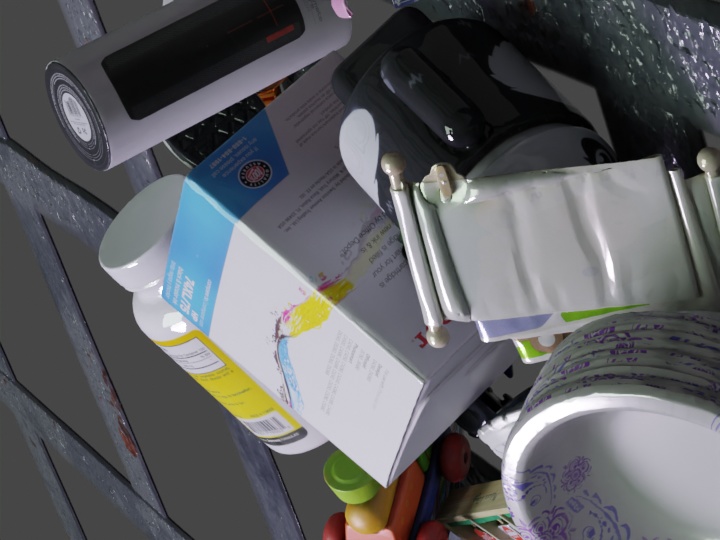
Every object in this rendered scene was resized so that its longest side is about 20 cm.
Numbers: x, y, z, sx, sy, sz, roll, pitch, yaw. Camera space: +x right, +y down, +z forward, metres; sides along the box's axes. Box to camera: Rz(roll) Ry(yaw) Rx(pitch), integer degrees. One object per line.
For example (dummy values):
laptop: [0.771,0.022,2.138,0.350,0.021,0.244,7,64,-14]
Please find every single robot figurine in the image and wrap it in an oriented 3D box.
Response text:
robot figurine: [0.069,-0.067,1.553,0.200,0.150,0.125,49,131,36]

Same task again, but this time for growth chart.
growth chart: [0.117,-0.005,1.461,0.018,0.199,0.145,-76,-20,-56]

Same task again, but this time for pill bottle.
pill bottle: [-0.085,0.028,1.877,0.200,0.113,0.112,45,171,-28]

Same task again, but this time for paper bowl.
paper bowl: [0.183,0.101,1.434,0.200,0.105,0.201,18,140,16]

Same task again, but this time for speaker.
speaker: [-0.105,-0.144,1.786,0.081,0.199,0.081,46,152,33]

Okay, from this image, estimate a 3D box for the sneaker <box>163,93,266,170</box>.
sneaker: [-0.066,-0.065,1.879,0.200,0.072,0.083,41,170,21]

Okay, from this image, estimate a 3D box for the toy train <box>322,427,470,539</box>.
toy train: [0.006,0.163,1.800,0.084,0.201,0.116,3,146,21]

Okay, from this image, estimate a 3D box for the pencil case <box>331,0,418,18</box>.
pencil case: [-0.015,-0.252,1.561,0.087,0.087,0.201,21,136,64]

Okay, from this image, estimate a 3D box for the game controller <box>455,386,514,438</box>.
game controller: [0.044,0.048,1.870,0.104,0.042,0.200,54,175,-34]

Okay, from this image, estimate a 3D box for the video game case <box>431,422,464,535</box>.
video game case: [0.046,0.192,1.966,0.023,0.183,0.200,12,148,8]

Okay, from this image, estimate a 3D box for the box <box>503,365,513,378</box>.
box: [0.050,-0.019,1.824,0.121,0.032,0.201,44,157,43]

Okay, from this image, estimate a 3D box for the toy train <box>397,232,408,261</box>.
toy train: [0.112,0.023,1.608,0.200,0.046,0.034,35,136,9]

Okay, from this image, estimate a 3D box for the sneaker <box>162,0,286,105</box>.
sneaker: [-0.082,-0.121,1.956,0.112,0.077,0.201,26,141,63]

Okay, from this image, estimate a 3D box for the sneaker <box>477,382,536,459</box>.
sneaker: [0.136,0.107,1.717,0.087,0.074,0.200,55,163,1]

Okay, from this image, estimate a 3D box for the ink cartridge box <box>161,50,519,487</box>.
ink cartridge box: [0.000,0.000,1.701,0.200,0.147,0.146,40,149,14]

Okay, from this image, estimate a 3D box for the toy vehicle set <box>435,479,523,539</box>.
toy vehicle set: [0.134,0.187,1.820,0.124,0.027,0.200,35,165,-8]
